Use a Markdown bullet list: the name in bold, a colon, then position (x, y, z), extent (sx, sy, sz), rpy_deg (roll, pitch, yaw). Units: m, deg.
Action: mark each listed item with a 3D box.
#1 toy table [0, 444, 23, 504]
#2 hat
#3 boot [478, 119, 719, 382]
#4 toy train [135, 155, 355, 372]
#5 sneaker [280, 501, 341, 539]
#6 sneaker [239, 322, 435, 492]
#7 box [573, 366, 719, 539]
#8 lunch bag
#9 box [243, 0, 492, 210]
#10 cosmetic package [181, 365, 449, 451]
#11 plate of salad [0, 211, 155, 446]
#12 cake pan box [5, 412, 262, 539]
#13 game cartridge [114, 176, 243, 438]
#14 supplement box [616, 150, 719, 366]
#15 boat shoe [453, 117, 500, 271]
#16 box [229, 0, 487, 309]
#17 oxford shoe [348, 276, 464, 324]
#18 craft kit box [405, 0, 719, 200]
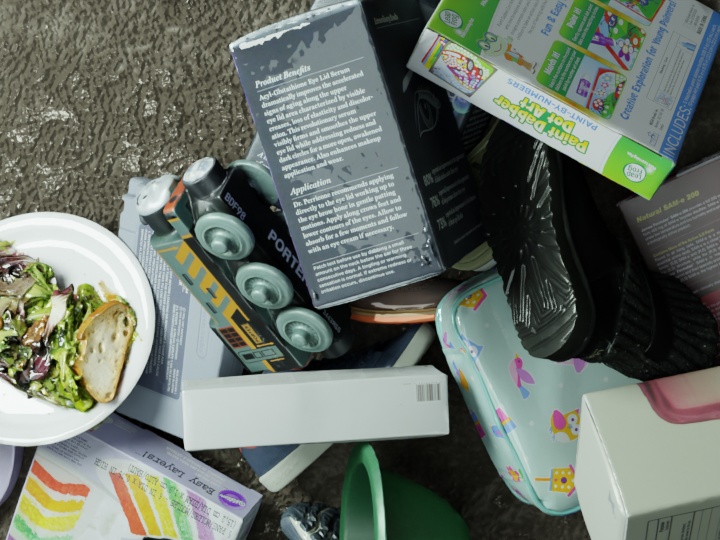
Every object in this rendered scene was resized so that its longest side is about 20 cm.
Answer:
- **toy table**: position (-0.374, 0.130, 1.694), extent (0.183, 0.117, 0.200), rpy_deg (-21, 95, 19)
- **hat**: position (0.081, 0.215, 1.533), extent (0.175, 0.200, 0.166), rpy_deg (1, 82, -10)
- **boot**: position (0.173, -0.013, 1.444), extent (0.079, 0.158, 0.212), rpy_deg (-33, 56, 44)
- **toy train**: position (-0.087, -0.002, 1.509), extent (0.114, 0.085, 0.200), rpy_deg (-14, 128, 37)
- **sneaker**: position (-0.005, 0.282, 1.637), extent (0.200, 0.078, 0.086), rpy_deg (48, 113, 4)
- **sneaker**: position (-0.029, 0.092, 1.608), extent (0.200, 0.075, 0.085), rpy_deg (-42, 88, 18)
- **box**: position (0.264, 0.145, 1.421), extent (0.199, 0.109, 0.128), rpy_deg (-10, 143, -6)
- **lunch bag**: position (0.162, 0.080, 1.528), extent (0.160, 0.077, 0.200), rpy_deg (-27, 95, -12)
- **box**: position (0.017, -0.126, 1.537), extent (0.148, 0.107, 0.200), rpy_deg (27, 106, 10)
- **cosmetic package**: position (-0.036, 0.105, 1.511), extent (0.199, 0.083, 0.051), rpy_deg (-3, 95, -4)
- **plate of salad**: position (-0.267, 0.043, 1.610), extent (0.199, 0.048, 0.201), rpy_deg (-2, 72, 6)
- **cake pan box**: position (-0.196, 0.228, 1.679), extent (0.200, 0.052, 0.185), rpy_deg (28, 119, 8)
- **game cartridge**: position (-0.149, 0.034, 1.627), extent (0.133, 0.041, 0.201), rpy_deg (19, 108, 40)
- **supplement box**: position (0.288, 0.012, 1.508), extent (0.109, 0.061, 0.200), rpy_deg (-24, 94, 18)
- **boat shoe**: position (0.129, -0.087, 1.519), extent (0.075, 0.068, 0.200), rpy_deg (34, 103, 31)
- **box**: position (0.004, -0.091, 1.414), extent (0.104, 0.148, 0.201), rpy_deg (-17, 94, 19)
- **oxford shoe**: position (0.000, 0.000, 1.586), extent (0.199, 0.071, 0.073), rpy_deg (8, 98, 15)
- **craft kit box**: position (0.154, -0.165, 1.430), extent (0.197, 0.200, 0.049), rpy_deg (31, 133, -1)
